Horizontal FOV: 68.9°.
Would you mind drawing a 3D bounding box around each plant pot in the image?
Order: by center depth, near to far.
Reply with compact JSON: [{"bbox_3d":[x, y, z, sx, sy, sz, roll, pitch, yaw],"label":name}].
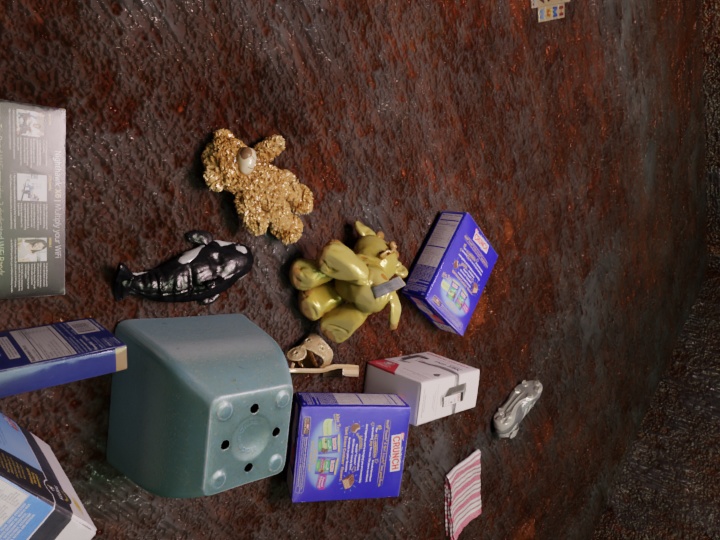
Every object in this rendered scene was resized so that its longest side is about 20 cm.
[{"bbox_3d":[-0.193,0.182,0.685,0.194,0.198,0.200,1,100,-44],"label":"plant pot"}]

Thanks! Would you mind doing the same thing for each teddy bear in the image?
[{"bbox_3d":[-0.136,-0.121,0.762,0.146,0.066,0.201,-53,132,-25],"label":"teddy bear"}]

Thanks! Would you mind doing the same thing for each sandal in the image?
[{"bbox_3d":[-0.077,0.144,0.899,0.210,0.076,0.071,18,68,-52],"label":"sandal"}]

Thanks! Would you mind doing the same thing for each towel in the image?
[{"bbox_3d":[0.275,0.588,1.378,0.145,0.030,0.204,-21,114,-41],"label":"towel"}]

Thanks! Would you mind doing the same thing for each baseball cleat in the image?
[{"bbox_3d":[0.441,0.394,1.481,0.198,0.069,0.108,-31,127,-25],"label":"baseball cleat"}]

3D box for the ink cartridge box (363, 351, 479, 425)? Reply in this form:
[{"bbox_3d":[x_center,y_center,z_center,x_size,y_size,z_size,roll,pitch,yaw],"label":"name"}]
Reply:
[{"bbox_3d":[0.125,0.229,1.055,0.198,0.145,0.085,1,99,-46],"label":"ink cartridge box"}]

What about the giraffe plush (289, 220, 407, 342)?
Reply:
[{"bbox_3d":[0.000,0.000,0.884,0.163,0.196,0.175,-62,138,-55],"label":"giraffe plush"}]

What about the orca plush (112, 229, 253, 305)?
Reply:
[{"bbox_3d":[-0.220,0.001,0.704,0.198,0.070,0.108,3,98,-45],"label":"orca plush"}]

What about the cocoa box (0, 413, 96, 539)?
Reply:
[{"bbox_3d":[-0.379,0.231,0.510,0.134,0.198,0.132,-50,129,-23],"label":"cocoa box"}]

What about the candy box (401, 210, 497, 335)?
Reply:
[{"bbox_3d":[0.194,0.005,1.108,0.169,0.076,0.202,42,71,-41],"label":"candy box"}]

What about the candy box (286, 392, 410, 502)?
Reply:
[{"bbox_3d":[-0.022,0.306,0.922,0.196,0.077,0.173,5,98,-16],"label":"candy box"}]

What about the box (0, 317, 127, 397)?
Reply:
[{"bbox_3d":[-0.365,0.093,0.547,0.198,0.120,0.033,-6,105,-43],"label":"box"}]

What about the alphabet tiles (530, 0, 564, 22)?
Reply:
[{"bbox_3d":[0.458,-0.694,1.262,0.198,0.006,0.170,-29,119,-38],"label":"alphabet tiles"}]

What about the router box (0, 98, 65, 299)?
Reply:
[{"bbox_3d":[-0.389,-0.072,0.529,0.155,0.052,0.205,-3,102,-45],"label":"router box"}]
